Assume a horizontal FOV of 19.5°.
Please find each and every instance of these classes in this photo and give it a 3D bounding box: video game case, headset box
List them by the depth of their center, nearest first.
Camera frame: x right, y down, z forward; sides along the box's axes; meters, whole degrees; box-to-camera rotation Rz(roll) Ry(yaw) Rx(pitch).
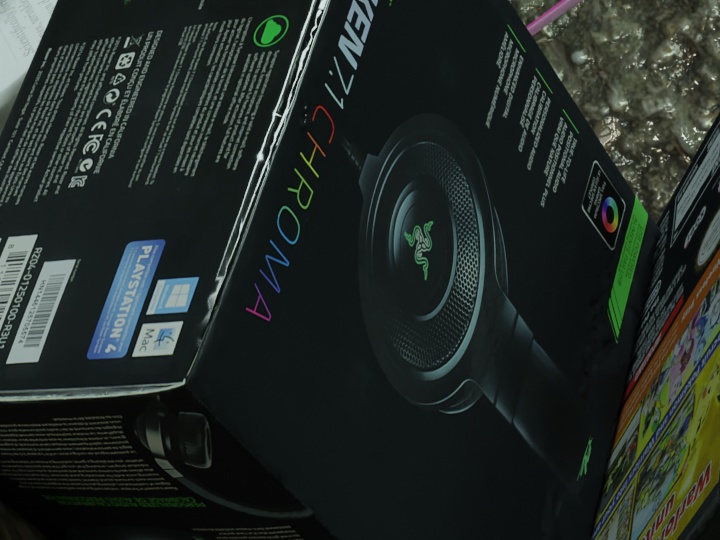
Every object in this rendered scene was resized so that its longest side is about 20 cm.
[{"bbox_3d":[-0.006,0.013,0.570,0.200,0.093,0.174,51,46,-43],"label":"headset box"},{"bbox_3d":[0.083,0.061,0.615,0.025,0.200,0.181,20,43,-4],"label":"video game case"}]

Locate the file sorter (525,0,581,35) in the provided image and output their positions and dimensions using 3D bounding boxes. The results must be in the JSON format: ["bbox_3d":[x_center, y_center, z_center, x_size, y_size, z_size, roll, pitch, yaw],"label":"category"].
[{"bbox_3d":[0.019,-0.198,0.919,0.200,0.139,0.125,52,6,-29],"label":"file sorter"}]

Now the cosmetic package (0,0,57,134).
[{"bbox_3d":[-0.073,-0.012,0.676,0.200,0.081,0.113,52,2,-40],"label":"cosmetic package"}]
